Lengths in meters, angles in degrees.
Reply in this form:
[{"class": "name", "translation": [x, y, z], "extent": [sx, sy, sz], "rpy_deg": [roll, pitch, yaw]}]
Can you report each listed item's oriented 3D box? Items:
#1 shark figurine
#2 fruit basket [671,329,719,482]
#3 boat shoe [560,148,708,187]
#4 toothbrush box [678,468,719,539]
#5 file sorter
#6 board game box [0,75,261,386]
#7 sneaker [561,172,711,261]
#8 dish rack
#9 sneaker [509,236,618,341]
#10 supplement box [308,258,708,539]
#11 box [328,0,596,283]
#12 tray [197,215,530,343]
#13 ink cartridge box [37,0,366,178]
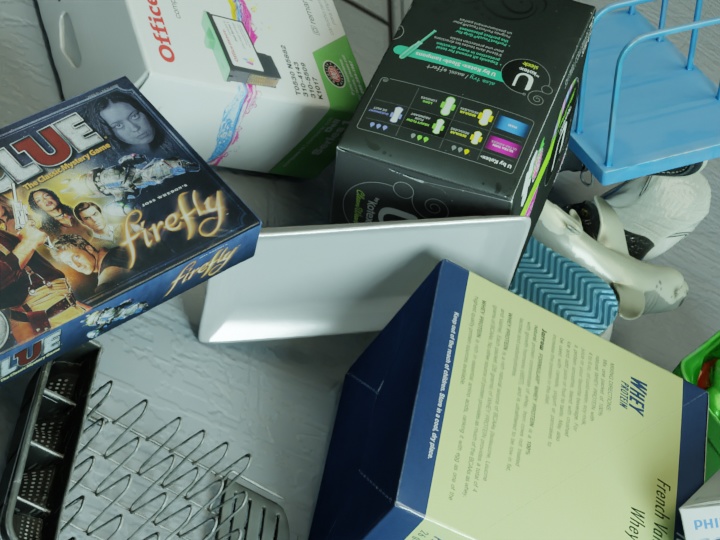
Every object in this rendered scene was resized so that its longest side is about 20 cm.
[{"class": "shark figurine", "translation": [0.143, -0.014, 1.392], "extent": [0.214, 0.090, 0.128], "rpy_deg": [42, 35, -6]}, {"class": "fruit basket", "translation": [0.320, 0.127, 1.362], "extent": [0.216, 0.216, 0.155], "rpy_deg": [54, 37, 6]}, {"class": "boat shoe", "translation": [0.176, -0.105, 1.476], "extent": [0.200, 0.075, 0.062], "rpy_deg": [15, 46, 9]}, {"class": "toothbrush box", "translation": [0.261, 0.217, 1.107], "extent": [0.146, 0.085, 0.200], "rpy_deg": [-18, 98, -67]}, {"class": "file sorter", "translation": [0.202, -0.180, 1.417], "extent": [0.139, 0.123, 0.200], "rpy_deg": [-15, 41, -18]}, {"class": "board game box", "translation": [-0.175, -0.022, 1.046], "extent": [0.200, 0.035, 0.135], "rpy_deg": [-29, 64, -32]}, {"class": "sneaker", "translation": [0.203, -0.029, 1.499], "extent": [0.200, 0.072, 0.072], "rpy_deg": [-23, 78, -37]}, {"class": "dish rack", "translation": [-0.111, 0.141, 1.034], "extent": [0.200, 0.055, 0.153], "rpy_deg": [31, 41, -23]}, {"class": "sneaker", "translation": [0.098, 0.003, 1.352], "extent": [0.076, 0.081, 0.200], "rpy_deg": [-32, 60, -24]}, {"class": "supplement box", "translation": [0.091, 0.139, 1.141], "extent": [0.200, 0.134, 0.200], "rpy_deg": [26, 45, -13]}, {"class": "box", "translation": [0.068, -0.084, 1.274], "extent": [0.124, 0.149, 0.200], "rpy_deg": [17, 52, 10]}, {"class": "tray", "translation": [0.000, 0.000, 1.163], "extent": [0.200, 0.107, 0.022], "rpy_deg": [-4, 53, -15]}, {"class": "ink cartridge box", "translation": [-0.105, -0.152, 1.269], "extent": [0.200, 0.084, 0.145], "rpy_deg": [6, 54, -43]}]
